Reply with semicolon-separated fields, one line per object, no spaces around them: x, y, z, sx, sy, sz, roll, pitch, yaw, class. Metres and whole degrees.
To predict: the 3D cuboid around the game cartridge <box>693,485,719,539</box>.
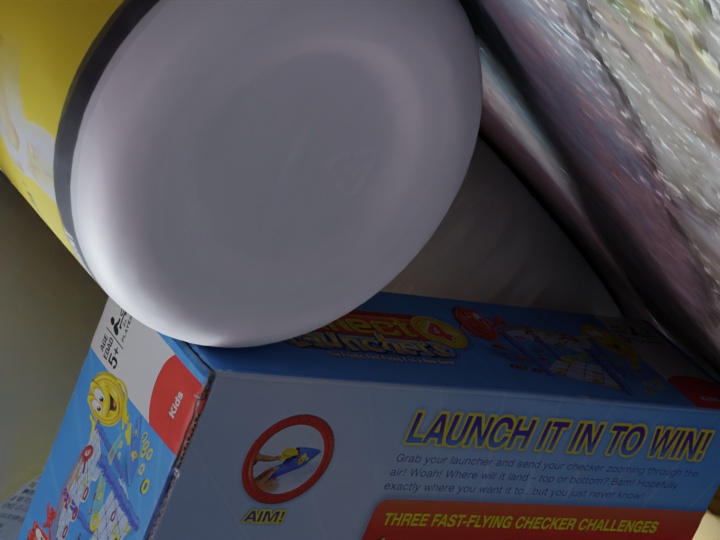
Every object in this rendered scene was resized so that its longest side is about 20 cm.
0.132;0.153;0.812;0.176;0.032;0.200;23;137;61;game cartridge

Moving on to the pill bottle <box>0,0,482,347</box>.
-0.063;-0.074;0.612;0.200;0.112;0.112;44;176;45;pill bottle

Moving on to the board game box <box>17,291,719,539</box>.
-0.008;0.104;0.670;0.200;0.196;0.056;7;-155;-38;board game box

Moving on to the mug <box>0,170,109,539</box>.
-0.148;0.000;0.669;0.175;0.148;0.200;50;168;13;mug

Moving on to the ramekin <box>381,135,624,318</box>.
0.000;0.000;0.784;0.200;0.105;0.200;47;178;2;ramekin
